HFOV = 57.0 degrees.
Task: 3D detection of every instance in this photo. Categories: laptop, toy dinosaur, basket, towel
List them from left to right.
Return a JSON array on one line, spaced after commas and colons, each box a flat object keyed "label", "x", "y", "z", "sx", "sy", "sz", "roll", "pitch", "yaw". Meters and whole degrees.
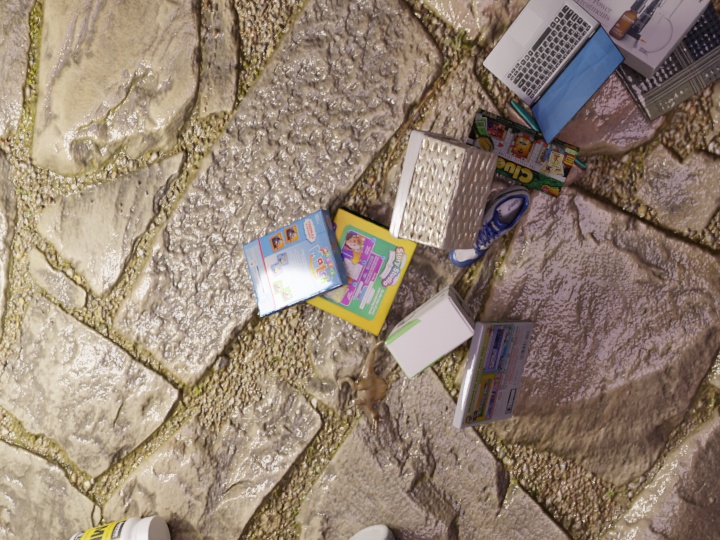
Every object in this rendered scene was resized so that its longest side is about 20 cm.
[{"label": "toy dinosaur", "x": 0.004, "y": 0.234, "z": 1.363, "sx": 0.099, "sy": 0.058, "sz": 0.203, "roll": -3, "pitch": 104, "yaw": -7}, {"label": "basket", "x": 0.155, "y": -0.143, "z": 1.222, "sx": 0.122, "sy": 0.135, "sz": 0.203, "roll": 22, "pitch": 106, "yaw": 38}, {"label": "laptop", "x": 0.330, "y": -0.369, "z": 1.170, "sx": 0.200, "sy": 0.116, "sz": 0.188, "roll": 43, "pitch": 125, "yaw": 5}, {"label": "towel", "x": 0.566, "y": -0.406, "z": 1.220, "sx": 0.199, "sy": 0.035, "sz": 0.194, "roll": -32, "pitch": 95, "yaw": 8}]

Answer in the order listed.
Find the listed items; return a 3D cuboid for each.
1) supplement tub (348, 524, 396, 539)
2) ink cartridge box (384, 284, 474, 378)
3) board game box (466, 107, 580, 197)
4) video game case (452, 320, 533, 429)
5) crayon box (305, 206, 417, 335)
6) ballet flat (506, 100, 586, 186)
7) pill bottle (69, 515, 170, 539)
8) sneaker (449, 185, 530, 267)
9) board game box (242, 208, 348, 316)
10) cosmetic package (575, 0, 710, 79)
[{"label": "supplement tub", "x": 0.051, "y": 0.641, "z": 1.362, "sx": 0.121, "sy": 0.123, "sz": 0.202, "roll": -27, "pitch": 92, "yaw": 10}, {"label": "ink cartridge box", "x": 0.135, "y": 0.109, "z": 1.249, "sx": 0.145, "sy": 0.200, "sz": 0.084, "roll": -37, "pitch": 89, "yaw": 10}, {"label": "board game box", "x": 0.295, "y": -0.218, "z": 1.238, "sx": 0.198, "sy": 0.024, "sz": 0.106, "roll": 25, "pitch": 136, "yaw": 13}, {"label": "video game case", "x": 0.256, "y": 0.194, "z": 1.267, "sx": 0.022, "sy": 0.181, "sz": 0.203, "roll": 19, "pitch": 101, "yaw": 43}, {"label": "crayon box", "x": 0.000, "y": 0.000, "z": 1.325, "sx": 0.171, "sy": 0.058, "sz": 0.202, "roll": 24, "pitch": 100, "yaw": 3}, {"label": "ballet flat", "x": 0.334, "y": -0.233, "z": 1.252, "sx": 0.200, "sy": 0.068, "sz": 0.067, "roll": 43, "pitch": 116, "yaw": 2}, {"label": "pill bottle", "x": -0.522, "y": 0.604, "z": 1.437, "sx": 0.197, "sy": 0.114, "sz": 0.116, "roll": -18, "pitch": 94, "yaw": 9}, {"label": "sneaker", "x": 0.243, "y": -0.085, "z": 1.268, "sx": 0.075, "sy": 0.088, "sz": 0.200, "roll": 41, "pitch": 101, "yaw": -1}, {"label": "board game box", "x": -0.131, "y": -0.012, "z": 1.308, "sx": 0.198, "sy": 0.036, "sz": 0.153, "roll": -22, "pitch": 78, "yaw": 26}, {"label": "cosmetic package", "x": 0.484, "y": -0.462, "z": 1.180, "sx": 0.199, "sy": 0.052, "sz": 0.151, "roll": 40, "pitch": 92, "yaw": 16}]
